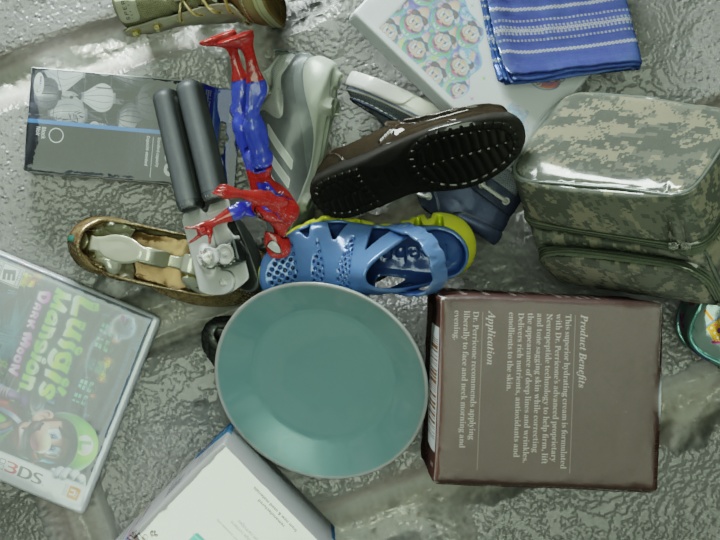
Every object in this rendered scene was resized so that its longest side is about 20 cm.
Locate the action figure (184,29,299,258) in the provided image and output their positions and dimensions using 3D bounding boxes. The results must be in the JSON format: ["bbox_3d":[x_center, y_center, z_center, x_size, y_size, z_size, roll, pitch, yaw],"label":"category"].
[{"bbox_3d":[-0.114,-0.096,1.340,0.098,0.065,0.202,-24,108,-21],"label":"action figure"}]

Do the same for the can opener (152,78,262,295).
[{"bbox_3d":[-0.142,-0.073,1.416,0.052,0.066,0.202,-17,87,20],"label":"can opener"}]

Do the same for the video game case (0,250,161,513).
[{"bbox_3d":[-0.308,0.103,1.466,0.180,0.023,0.202,22,90,-2],"label":"video game case"}]

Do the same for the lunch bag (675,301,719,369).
[{"bbox_3d":[0.397,0.017,1.454,0.159,0.077,0.202,24,91,-3],"label":"lunch bag"}]

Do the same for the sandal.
[{"bbox_3d":[0.004,-0.007,1.383,0.198,0.087,0.080,-10,106,6],"label":"sandal"}]

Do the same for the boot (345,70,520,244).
[{"bbox_3d":[0.062,-0.105,1.445,0.199,0.073,0.091,28,93,0],"label":"boot"}]

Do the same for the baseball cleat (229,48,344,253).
[{"bbox_3d":[-0.078,-0.105,1.453,0.105,0.070,0.202,14,89,13],"label":"baseball cleat"}]

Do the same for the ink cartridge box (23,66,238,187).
[{"bbox_3d":[-0.212,-0.133,1.456,0.198,0.039,0.101,4,90,-2],"label":"ink cartridge box"}]

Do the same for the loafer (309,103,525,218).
[{"bbox_3d":[0.047,-0.111,1.379,0.198,0.072,0.073,-14,132,11],"label":"loafer"}]

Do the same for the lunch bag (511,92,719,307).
[{"bbox_3d":[0.252,-0.051,1.382,0.199,0.169,0.140,8,48,34],"label":"lunch bag"}]

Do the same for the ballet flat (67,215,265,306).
[{"bbox_3d":[-0.178,-0.007,1.445,0.198,0.065,0.071,8,90,-2],"label":"ballet flat"}]

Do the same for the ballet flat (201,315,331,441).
[{"bbox_3d":[-0.071,0.117,1.454,0.199,0.057,0.067,37,91,-2],"label":"ballet flat"}]

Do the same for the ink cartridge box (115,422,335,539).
[{"bbox_3d":[-0.141,0.267,1.412,0.200,0.147,0.146,-45,92,1],"label":"ink cartridge box"}]

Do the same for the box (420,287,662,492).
[{"bbox_3d":[0.159,0.104,1.406,0.198,0.164,0.168,3,91,-2],"label":"box"}]

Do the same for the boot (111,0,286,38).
[{"bbox_3d":[-0.145,-0.245,1.377,0.153,0.200,0.073,-8,104,0],"label":"boot"}]

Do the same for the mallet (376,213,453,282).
[{"bbox_3d":[0.000,0.000,1.445,0.200,0.041,0.066,-40,93,12],"label":"mallet"}]

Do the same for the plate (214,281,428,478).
[{"bbox_3d":[-0.034,0.097,1.404,0.198,0.026,0.202,5,115,11],"label":"plate"}]

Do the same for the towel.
[{"bbox_3d":[0.176,-0.271,1.436,0.143,0.024,0.202,-8,77,-14],"label":"towel"}]

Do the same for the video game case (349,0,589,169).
[{"bbox_3d":[0.117,-0.222,1.435,0.200,0.024,0.182,43,66,-2],"label":"video game case"}]
